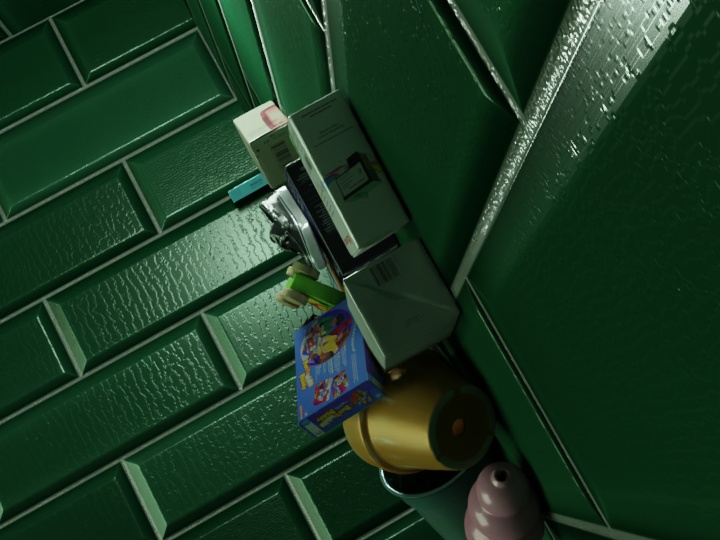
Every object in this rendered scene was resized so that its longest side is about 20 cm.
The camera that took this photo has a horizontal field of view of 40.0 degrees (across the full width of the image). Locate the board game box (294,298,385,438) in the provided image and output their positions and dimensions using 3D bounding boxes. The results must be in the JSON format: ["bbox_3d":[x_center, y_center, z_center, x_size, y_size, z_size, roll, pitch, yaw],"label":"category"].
[{"bbox_3d":[-0.036,0.142,1.523,0.045,0.134,0.201,43,-156,-32],"label":"board game box"}]

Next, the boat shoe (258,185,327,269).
[{"bbox_3d":[-0.115,-0.062,1.623,0.201,0.067,0.072,58,174,41],"label":"boat shoe"}]

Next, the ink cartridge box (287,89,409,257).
[{"bbox_3d":[-0.019,-0.128,1.361,0.201,0.083,0.145,62,176,1],"label":"ink cartridge box"}]

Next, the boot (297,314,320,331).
[{"bbox_3d":[-0.045,0.140,1.673,0.150,0.073,0.200,37,-176,17],"label":"boot"}]

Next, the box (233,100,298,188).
[{"bbox_3d":[-0.205,-0.294,2.293,0.129,0.108,0.200,64,175,-29],"label":"box"}]

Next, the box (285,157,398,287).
[{"bbox_3d":[-0.031,-0.089,1.609,0.201,0.104,0.148,61,175,8],"label":"box"}]

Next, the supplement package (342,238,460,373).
[{"bbox_3d":[0.055,0.055,1.394,0.120,0.121,0.200,60,175,12],"label":"supplement package"}]

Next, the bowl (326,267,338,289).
[{"bbox_3d":[-0.047,0.051,3.022,0.202,0.039,0.201,61,175,9],"label":"bowl"}]

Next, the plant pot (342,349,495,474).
[{"bbox_3d":[0.100,0.219,1.498,0.183,0.200,0.201,6,128,59],"label":"plant pot"}]

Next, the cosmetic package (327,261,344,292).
[{"bbox_3d":[0.000,0.000,1.806,0.201,0.105,0.071,63,177,-35],"label":"cosmetic package"}]

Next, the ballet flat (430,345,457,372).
[{"bbox_3d":[0.098,0.127,1.664,0.201,0.071,0.069,60,174,17],"label":"ballet flat"}]

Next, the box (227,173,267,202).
[{"bbox_3d":[-0.400,-0.323,3.706,0.049,0.199,0.082,61,175,-8],"label":"box"}]

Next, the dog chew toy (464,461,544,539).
[{"bbox_3d":[0.214,0.358,1.484,0.201,0.124,0.125,78,164,-49],"label":"dog chew toy"}]

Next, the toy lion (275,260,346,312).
[{"bbox_3d":[-0.044,0.056,1.693,0.190,0.069,0.200,23,173,-6],"label":"toy lion"}]

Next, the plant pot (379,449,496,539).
[{"bbox_3d":[0.166,0.369,1.717,0.197,0.200,0.200,54,180,-29],"label":"plant pot"}]
